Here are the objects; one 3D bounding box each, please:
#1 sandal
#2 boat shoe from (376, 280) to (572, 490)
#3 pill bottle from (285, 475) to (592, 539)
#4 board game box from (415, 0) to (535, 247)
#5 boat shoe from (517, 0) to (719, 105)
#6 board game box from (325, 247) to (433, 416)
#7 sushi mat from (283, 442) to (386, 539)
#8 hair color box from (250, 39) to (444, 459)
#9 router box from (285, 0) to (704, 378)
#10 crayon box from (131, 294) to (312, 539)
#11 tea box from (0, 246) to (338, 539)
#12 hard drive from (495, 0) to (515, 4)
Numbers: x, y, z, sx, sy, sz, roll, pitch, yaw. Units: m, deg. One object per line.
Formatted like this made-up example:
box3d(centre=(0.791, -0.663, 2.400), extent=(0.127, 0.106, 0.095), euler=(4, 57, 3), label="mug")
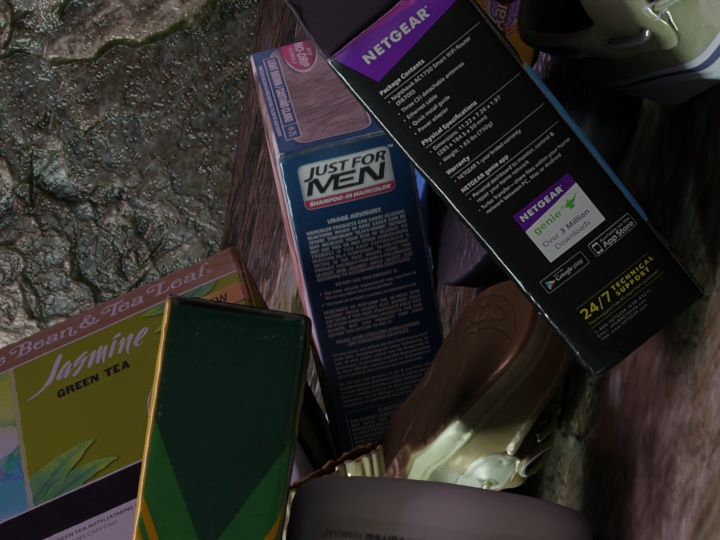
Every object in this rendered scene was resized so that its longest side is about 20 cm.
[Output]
box3d(centre=(0.074, -0.040, 0.954), extent=(0.200, 0.043, 0.076), euler=(144, 128, -66), label="sandal")
box3d(centre=(0.052, 0.070, 0.938), extent=(0.201, 0.063, 0.073), euler=(121, 170, -54), label="boat shoe")
box3d(centre=(0.018, 0.179, 0.808), extent=(0.112, 0.112, 0.200), euler=(134, 144, -77), label="pill bottle")
box3d(centre=(0.055, -0.116, 1.143), extent=(0.153, 0.040, 0.200), euler=(-132, 52, -80), label="board game box")
box3d(centre=(0.097, -0.093, 0.723), extent=(0.200, 0.062, 0.072), euler=(133, 145, -76), label="boat shoe")
box3d(centre=(0.015, 0.008, 1.314), extent=(0.135, 0.034, 0.200), euler=(153, 125, -81), label="board game box")
box3d(centre=(-0.022, 0.165, 0.959), extent=(0.012, 0.096, 0.200), euler=(41, 148, 44), label="sushi mat")
box3d(centre=(0.000, 0.000, 1.058), extent=(0.100, 0.060, 0.200), euler=(-108, 6, -57), label="hair color box")
box3d(centre=(0.030, -0.065, 0.791), extent=(0.051, 0.149, 0.200), euler=(-39, 27, 5), label="router box")
box3d(centre=(-0.055, 0.111, 0.816), extent=(0.126, 0.051, 0.200), euler=(106, 173, -89), label="crayon box")
box3d(centre=(-0.107, 0.127, 1.055), extent=(0.197, 0.200, 0.134), euler=(-111, -3, -52), label="tea box")
box3d(centre=(0.096, -0.194, 0.753), extent=(0.200, 0.027, 0.132), euler=(-64, 4, -12), label="hard drive")
